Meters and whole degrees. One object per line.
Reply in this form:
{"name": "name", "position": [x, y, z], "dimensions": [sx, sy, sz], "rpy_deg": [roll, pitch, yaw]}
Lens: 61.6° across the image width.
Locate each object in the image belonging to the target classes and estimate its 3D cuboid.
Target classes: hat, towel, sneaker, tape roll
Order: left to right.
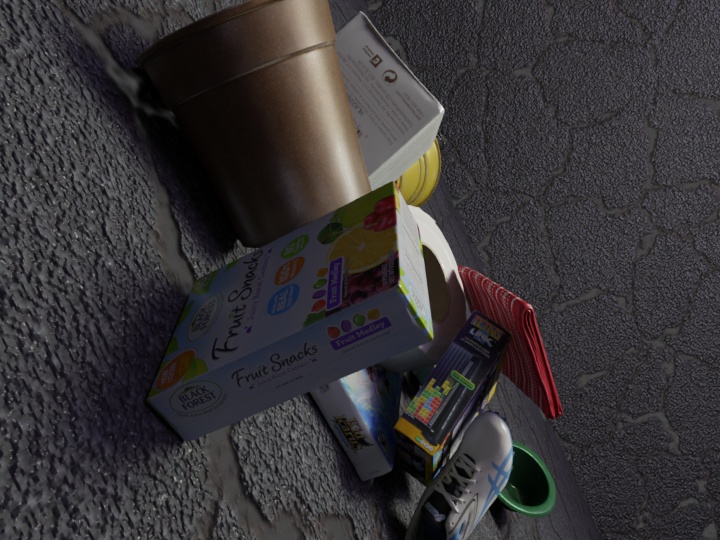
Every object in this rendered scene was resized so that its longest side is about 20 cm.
{"name": "tape roll", "position": [0.061, 0.023, 0.775], "dimensions": [0.201, 0.070, 0.207], "rpy_deg": [30, 51, -45]}
{"name": "sneaker", "position": [0.112, 0.253, 0.691], "dimensions": [0.071, 0.204, 0.072], "rpy_deg": [34, 17, 34]}
{"name": "hat", "position": [0.293, 0.469, 1.249], "dimensions": [0.196, 0.178, 0.168], "rpy_deg": [18, 37, -15]}
{"name": "towel", "position": [0.176, 0.081, 0.745], "dimensions": [0.200, 0.022, 0.148], "rpy_deg": [-132, -158, -72]}

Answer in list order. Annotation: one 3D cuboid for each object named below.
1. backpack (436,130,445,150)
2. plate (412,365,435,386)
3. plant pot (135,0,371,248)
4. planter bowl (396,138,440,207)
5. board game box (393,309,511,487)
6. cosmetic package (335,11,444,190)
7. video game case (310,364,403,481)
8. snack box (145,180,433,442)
{"name": "backpack", "position": [0.040, -0.266, 1.184], "dimensions": [0.133, 0.183, 0.202], "rpy_deg": [-6, 58, -55]}
{"name": "plate", "position": [0.100, 0.103, 1.006], "dimensions": [0.200, 0.025, 0.206], "rpy_deg": [-179, -90, -88]}
{"name": "plant pot", "position": [-0.087, -0.145, 0.603], "dimensions": [0.201, 0.196, 0.202], "rpy_deg": [-67, 137, -68]}
{"name": "planter bowl", "position": [0.028, -0.166, 0.987], "dimensions": [0.203, 0.197, 0.084], "rpy_deg": [61, 30, -17]}
{"name": "board game box", "position": [0.110, 0.165, 0.737], "dimensions": [0.056, 0.166, 0.201], "rpy_deg": [30, -22, 20]}
{"name": "cosmetic package", "position": [-0.004, -0.200, 0.829], "dimensions": [0.168, 0.166, 0.200], "rpy_deg": [49, 1, 2]}
{"name": "video game case", "position": [-0.010, 0.111, 0.731], "dimensions": [0.184, 0.045, 0.201], "rpy_deg": [60, 18, -17]}
{"name": "snack box", "position": [-0.049, 0.026, 0.448], "dimensions": [0.053, 0.197, 0.143], "rpy_deg": [56, 19, -28]}
